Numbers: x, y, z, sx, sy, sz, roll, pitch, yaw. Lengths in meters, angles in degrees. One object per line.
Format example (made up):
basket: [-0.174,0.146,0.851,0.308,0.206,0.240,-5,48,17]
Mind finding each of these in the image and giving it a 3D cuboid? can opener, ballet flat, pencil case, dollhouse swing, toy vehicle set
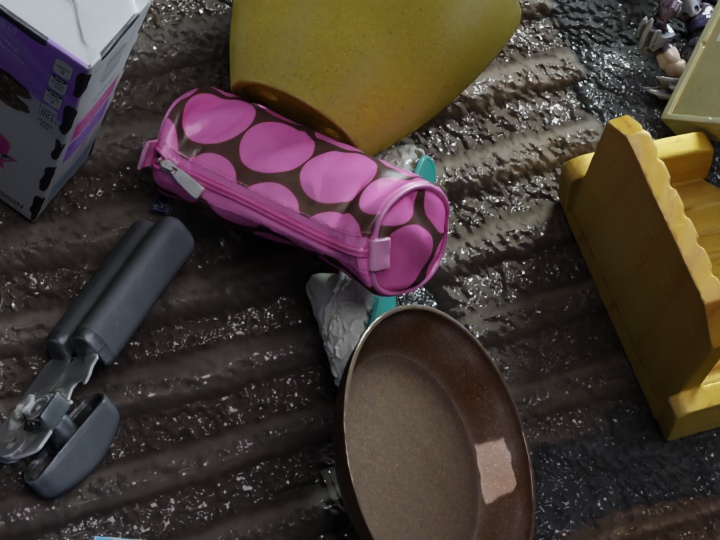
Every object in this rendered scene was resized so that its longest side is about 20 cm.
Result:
can opener: [-0.164,0.055,1.243,0.067,0.053,0.200,53,53,-28]
ballet flat: [0.000,0.000,1.322,0.072,0.072,0.200,23,57,-8]
pencil case: [-0.044,-0.049,1.267,0.200,0.091,0.094,22,15,27]
dollhouse swing: [0.247,-0.014,1.346,0.181,0.176,0.200,-12,68,-25]
toy vehicle set: [0.312,-0.184,1.422,0.026,0.124,0.200,36,76,-36]

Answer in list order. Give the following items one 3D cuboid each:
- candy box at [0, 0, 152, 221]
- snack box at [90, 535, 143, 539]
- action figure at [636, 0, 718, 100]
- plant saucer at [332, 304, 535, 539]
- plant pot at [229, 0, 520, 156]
candy box: [-0.236,-0.143,1.217,0.168,0.200,0.072,35,59,0]
snack box: [-0.071,0.230,1.185,0.199,0.037,0.116,7,62,-17]
action figure: [0.267,-0.204,1.513,0.130,0.069,0.201,4,67,-28]
plant saucer: [0.041,0.122,1.241,0.200,0.037,0.201,26,56,-46]
plant pot: [-0.012,-0.158,1.329,0.200,0.200,0.142,31,75,-3]
